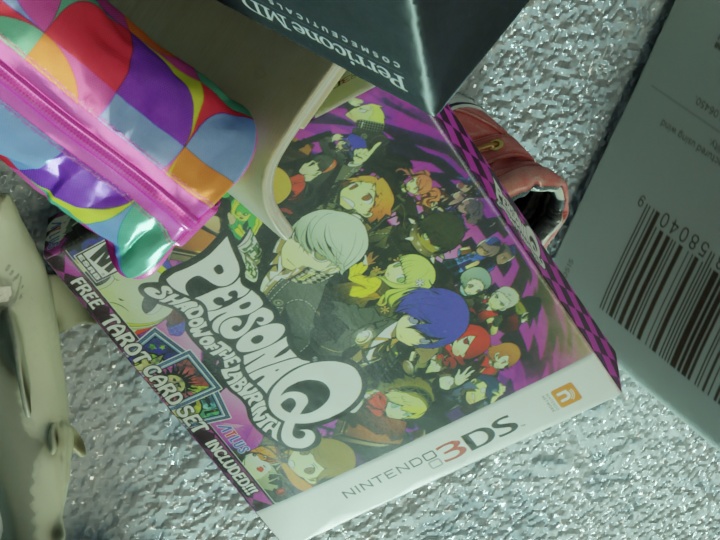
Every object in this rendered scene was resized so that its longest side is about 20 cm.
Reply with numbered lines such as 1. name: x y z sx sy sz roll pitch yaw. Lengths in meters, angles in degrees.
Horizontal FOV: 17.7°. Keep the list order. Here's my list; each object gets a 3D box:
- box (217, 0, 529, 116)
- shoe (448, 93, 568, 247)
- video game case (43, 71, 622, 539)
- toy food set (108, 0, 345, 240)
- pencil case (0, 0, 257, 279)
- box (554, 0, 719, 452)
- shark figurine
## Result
1. box: -0.031 -0.184 0.775 0.118 0.196 0.200 -52 155 -18
2. shoe: 0.000 0.000 1.064 0.200 0.091 0.072 -37 133 -11
3. video game case: -0.009 0.016 1.014 0.181 0.036 0.200 -26 122 16
4. toy food set: -0.012 -0.125 0.938 0.060 0.143 0.200 30 98 -44
5. pencil case: -0.129 -0.079 0.833 0.200 0.088 0.088 37 94 -31
6. box: 0.240 -0.014 1.155 0.171 0.199 0.201 10 112 -40
7. shark figurine: -0.165 0.070 0.985 0.089 0.216 0.128 -9 167 13
